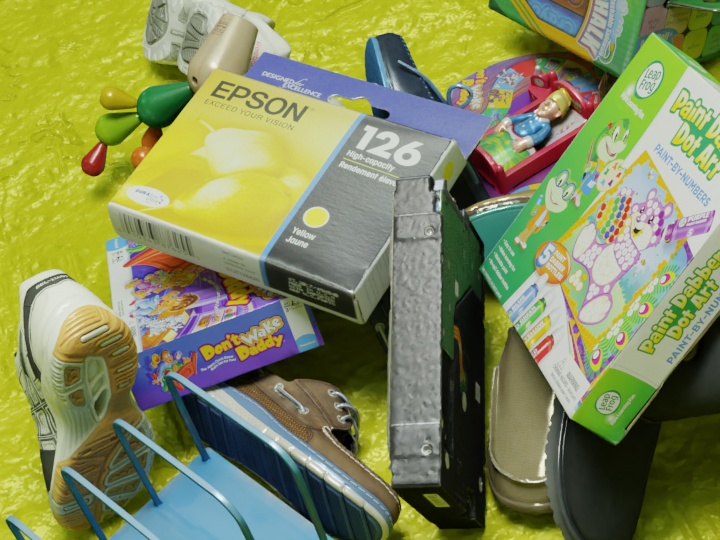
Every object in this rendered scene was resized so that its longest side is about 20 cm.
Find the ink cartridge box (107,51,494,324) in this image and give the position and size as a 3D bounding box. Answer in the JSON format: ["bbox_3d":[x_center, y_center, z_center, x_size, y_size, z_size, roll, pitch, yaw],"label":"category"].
[{"bbox_3d":[-0.039,-0.075,1.244,0.197,0.047,0.200,18,59,23],"label":"ink cartridge box"}]

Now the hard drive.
[{"bbox_3d":[0.050,0.055,1.148,0.038,0.140,0.200,-3,72,14],"label":"hard drive"}]

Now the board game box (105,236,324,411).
[{"bbox_3d":[-0.110,0.014,1.297,0.134,0.045,0.200,-20,26,-2],"label":"board game box"}]

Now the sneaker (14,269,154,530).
[{"bbox_3d":[-0.189,0.084,1.202,0.076,0.200,0.088,-20,45,-30],"label":"sneaker"}]

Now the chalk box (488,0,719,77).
[{"bbox_3d":[0.217,-0.229,1.384,0.125,0.124,0.200,-16,39,-37],"label":"chalk box"}]

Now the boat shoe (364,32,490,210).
[{"bbox_3d":[0.058,-0.086,1.341,0.069,0.084,0.200,-17,81,-10],"label":"boat shoe"}]

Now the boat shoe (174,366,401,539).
[{"bbox_3d":[-0.039,0.110,1.216,0.200,0.072,0.072,32,57,33],"label":"boat shoe"}]

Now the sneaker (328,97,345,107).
[{"bbox_3d":[-0.034,-0.099,1.405,0.087,0.075,0.200,-35,49,-23],"label":"sneaker"}]

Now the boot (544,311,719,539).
[{"bbox_3d":[0.200,0.083,1.077,0.200,0.066,0.165,-19,66,50],"label":"boot"}]

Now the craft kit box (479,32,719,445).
[{"bbox_3d":[0.170,-0.025,1.101,0.198,0.048,0.200,-52,26,14],"label":"craft kit box"}]

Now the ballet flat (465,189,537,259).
[{"bbox_3d":[0.162,-0.030,1.286,0.200,0.069,0.063,-1,21,2],"label":"ballet flat"}]

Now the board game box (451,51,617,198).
[{"bbox_3d":[0.131,-0.113,1.385,0.158,0.039,0.200,2,49,18],"label":"board game box"}]

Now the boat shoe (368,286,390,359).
[{"bbox_3d":[0.000,0.000,1.285,0.062,0.075,0.200,-38,73,2],"label":"boat shoe"}]

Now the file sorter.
[{"bbox_3d":[-0.138,0.184,1.144,0.139,0.123,0.200,31,64,36],"label":"file sorter"}]

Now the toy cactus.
[{"bbox_3d":[-0.134,-0.123,1.382,0.200,0.102,0.165,12,76,53],"label":"toy cactus"}]

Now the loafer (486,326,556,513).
[{"bbox_3d":[0.123,0.071,1.204,0.076,0.067,0.200,-1,48,17],"label":"loafer"}]

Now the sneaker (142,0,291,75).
[{"bbox_3d":[-0.120,-0.197,1.525,0.099,0.078,0.200,11,18,-29],"label":"sneaker"}]
